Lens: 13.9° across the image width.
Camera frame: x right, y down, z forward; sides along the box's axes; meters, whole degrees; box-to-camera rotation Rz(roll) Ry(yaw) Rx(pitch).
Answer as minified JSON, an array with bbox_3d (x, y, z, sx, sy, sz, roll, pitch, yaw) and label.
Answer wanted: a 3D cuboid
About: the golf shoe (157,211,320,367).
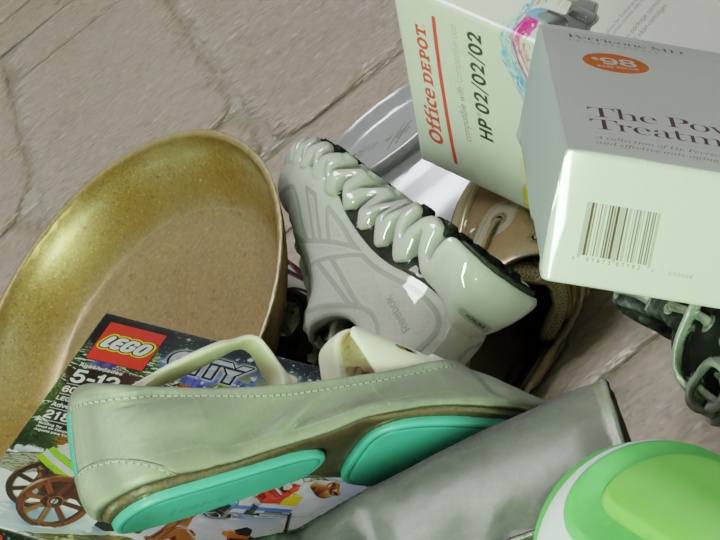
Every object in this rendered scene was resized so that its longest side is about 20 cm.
[{"bbox_3d":[-0.025,0.038,1.371,0.077,0.088,0.200,-58,47,19],"label":"golf shoe"}]

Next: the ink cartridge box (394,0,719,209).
[{"bbox_3d":[0.084,-0.083,1.269,0.199,0.115,0.068,27,59,28],"label":"ink cartridge box"}]

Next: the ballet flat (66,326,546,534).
[{"bbox_3d":[-0.016,0.051,1.106,0.199,0.064,0.067,-7,-23,-27],"label":"ballet flat"}]

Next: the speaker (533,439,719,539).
[{"bbox_3d":[0.119,0.109,0.919,0.088,0.089,0.200,-40,17,-7],"label":"speaker"}]

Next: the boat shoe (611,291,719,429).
[{"bbox_3d":[0.145,0.027,1.091,0.068,0.073,0.199,-52,30,4],"label":"boat shoe"}]

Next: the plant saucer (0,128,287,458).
[{"bbox_3d":[-0.097,0.033,1.329,0.200,0.035,0.201,-28,46,32],"label":"plant saucer"}]

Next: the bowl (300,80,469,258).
[{"bbox_3d":[0.040,-0.038,1.460,0.201,0.091,0.201,-34,17,12],"label":"bowl"}]

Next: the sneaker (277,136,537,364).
[{"bbox_3d":[0.000,0.000,1.280,0.081,0.075,0.200,-55,26,3],"label":"sneaker"}]

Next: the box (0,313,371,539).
[{"bbox_3d":[-0.039,0.092,1.166,0.199,0.038,0.137,13,40,16],"label":"box"}]

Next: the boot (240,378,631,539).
[{"bbox_3d":[0.021,0.145,1.047,0.199,0.183,0.073,-13,-23,0],"label":"boot"}]

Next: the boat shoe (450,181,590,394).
[{"bbox_3d":[0.073,0.010,1.313,0.064,0.071,0.201,-12,41,47],"label":"boat shoe"}]

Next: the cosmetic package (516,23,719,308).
[{"bbox_3d":[0.159,-0.029,1.039,0.151,0.199,0.052,-93,13,-71],"label":"cosmetic package"}]
